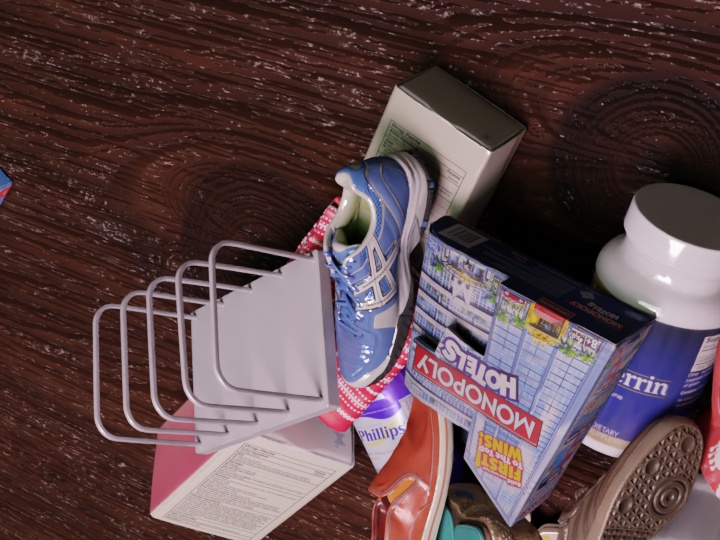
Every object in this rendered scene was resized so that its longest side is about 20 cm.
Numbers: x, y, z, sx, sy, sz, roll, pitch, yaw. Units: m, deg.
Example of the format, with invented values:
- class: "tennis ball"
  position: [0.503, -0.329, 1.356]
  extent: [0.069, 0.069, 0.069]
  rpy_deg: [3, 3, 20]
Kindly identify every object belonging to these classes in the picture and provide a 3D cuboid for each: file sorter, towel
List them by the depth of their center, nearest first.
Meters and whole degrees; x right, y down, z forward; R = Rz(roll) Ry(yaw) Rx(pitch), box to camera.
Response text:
- class: "file sorter"
  position: [-0.131, 0.069, 1.068]
  extent: [0.200, 0.124, 0.140]
  rpy_deg: [-25, 63, 44]
- class: "towel"
  position: [-0.021, 0.046, 1.109]
  extent: [0.145, 0.022, 0.200]
  rpy_deg: [44, 130, 8]

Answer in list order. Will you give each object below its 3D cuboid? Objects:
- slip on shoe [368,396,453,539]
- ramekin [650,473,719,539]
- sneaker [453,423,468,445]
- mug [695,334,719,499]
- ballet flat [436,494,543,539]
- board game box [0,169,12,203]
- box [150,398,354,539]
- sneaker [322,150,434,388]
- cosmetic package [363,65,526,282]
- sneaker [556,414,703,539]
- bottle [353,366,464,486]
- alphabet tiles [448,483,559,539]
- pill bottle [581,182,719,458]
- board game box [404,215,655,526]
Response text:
- class: "slip on shoe"
  position: [0.040, 0.190, 1.084]
  extent: [0.061, 0.074, 0.201]
  rpy_deg: [14, 86, -11]
- class: "ramekin"
  position: [0.285, 0.286, 1.057]
  extent: [0.200, 0.098, 0.202]
  rpy_deg: [16, 120, 29]
- class: "sneaker"
  position: [0.142, 0.099, 1.055]
  extent: [0.147, 0.080, 0.201]
  rpy_deg: [49, 142, 30]
- class: "mug"
  position: [0.341, 0.085, 0.908]
  extent: [0.178, 0.133, 0.200]
  rpy_deg: [52, 135, 10]
- class: "ballet flat"
  position: [0.104, 0.232, 1.060]
  extent: [0.200, 0.065, 0.071]
  rpy_deg: [178, 91, -75]
- class: "board game box"
  position: [-0.528, -0.109, 1.457]
  extent: [0.196, 0.056, 0.200]
  rpy_deg: [48, 130, 6]
- class: "box"
  position: [-0.111, 0.178, 1.241]
  extent: [0.127, 0.109, 0.200]
  rpy_deg: [22, 135, -26]
- class: "sneaker"
  position: [0.000, 0.000, 1.001]
  extent: [0.076, 0.077, 0.201]
  rpy_deg: [22, 111, 47]
- class: "cosmetic package"
  position: [0.051, -0.063, 1.065]
  extent: [0.105, 0.071, 0.201]
  rpy_deg: [38, 128, 15]
- class: "sneaker"
  position: [0.190, 0.189, 0.959]
  extent: [0.201, 0.070, 0.076]
  rpy_deg: [-62, 30, 11]
- class: "bottle"
  position: [0.027, 0.125, 1.179]
  extent: [0.083, 0.065, 0.201]
  rpy_deg: [-18, 101, 40]
- class: "alphabet tiles"
  position: [0.115, 0.281, 1.182]
  extent: [0.199, 0.015, 0.196]
  rpy_deg: [-1, 125, 19]
- class: "pill bottle"
  position: [0.229, 0.040, 0.965]
  extent: [0.115, 0.116, 0.201]
  rpy_deg: [27, 125, 21]
- class: "board game box"
  position: [0.112, 0.089, 0.971]
  extent: [0.199, 0.062, 0.201]
  rpy_deg: [29, 124, 33]
